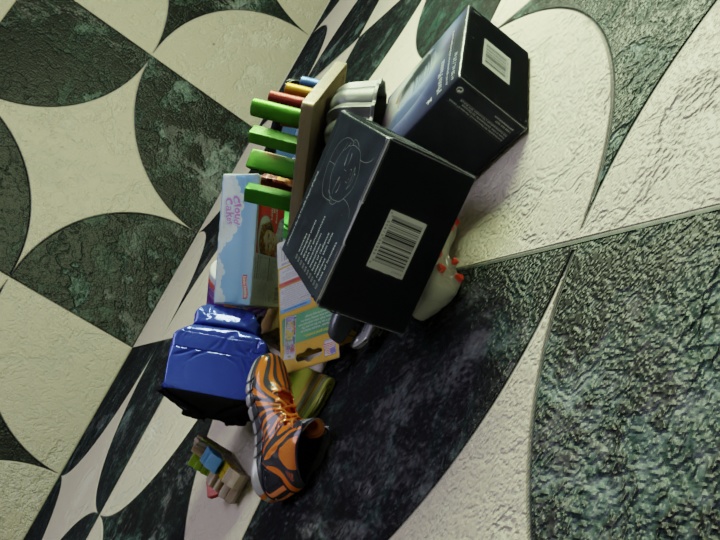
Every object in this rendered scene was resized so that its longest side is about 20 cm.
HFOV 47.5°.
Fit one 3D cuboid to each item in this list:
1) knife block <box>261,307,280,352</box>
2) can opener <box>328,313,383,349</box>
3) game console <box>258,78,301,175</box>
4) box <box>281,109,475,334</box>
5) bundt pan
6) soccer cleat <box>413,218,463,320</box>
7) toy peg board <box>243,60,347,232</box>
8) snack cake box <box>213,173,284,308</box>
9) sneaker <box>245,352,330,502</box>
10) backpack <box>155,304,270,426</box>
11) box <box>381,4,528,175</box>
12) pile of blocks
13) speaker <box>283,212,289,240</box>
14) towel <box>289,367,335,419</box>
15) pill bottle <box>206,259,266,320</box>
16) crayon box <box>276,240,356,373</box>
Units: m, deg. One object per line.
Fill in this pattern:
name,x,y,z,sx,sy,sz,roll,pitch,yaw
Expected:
knife block,-0.100,0.046,1.376,0.199,0.063,0.177,-24,38,61
can opener,0.027,0.016,1.106,0.202,0.066,0.052,-60,17,-22
game console,-0.058,-0.194,1.360,0.116,0.174,0.203,41,120,47
box,0.012,-0.064,0.974,0.202,0.122,0.197,-65,25,11
bundt pan,-0.010,-0.180,1.199,0.202,0.074,0.206,5,-90,-82
soccer cleat,0.082,-0.023,1.017,0.078,0.069,0.201,-49,22,31
toy peg board,-0.100,-0.195,1.221,0.200,0.096,0.203,-67,-11,-57
snack cake box,-0.174,-0.043,1.302,0.115,0.066,0.204,17,-104,-71
sneaker,-0.089,0.192,1.071,0.111,0.077,0.203,-31,56,38
backpack,-0.213,0.158,1.297,0.201,0.160,0.170,102,-178,-66
box,0.124,-0.221,1.141,0.198,0.122,0.202,-44,22,39
pile of blocks,-0.231,0.309,1.260,0.063,0.082,0.200,-59,19,-9
speaker,-0.151,-0.020,1.506,0.089,0.087,0.202,-80,9,-50
towel,-0.091,0.184,1.208,0.087,0.018,0.200,-58,17,-10
pill bottle,-0.226,0.084,1.481,0.112,0.109,0.203,-89,9,-59
crayon box,-0.061,0.043,1.178,0.125,0.051,0.203,-20,64,40
